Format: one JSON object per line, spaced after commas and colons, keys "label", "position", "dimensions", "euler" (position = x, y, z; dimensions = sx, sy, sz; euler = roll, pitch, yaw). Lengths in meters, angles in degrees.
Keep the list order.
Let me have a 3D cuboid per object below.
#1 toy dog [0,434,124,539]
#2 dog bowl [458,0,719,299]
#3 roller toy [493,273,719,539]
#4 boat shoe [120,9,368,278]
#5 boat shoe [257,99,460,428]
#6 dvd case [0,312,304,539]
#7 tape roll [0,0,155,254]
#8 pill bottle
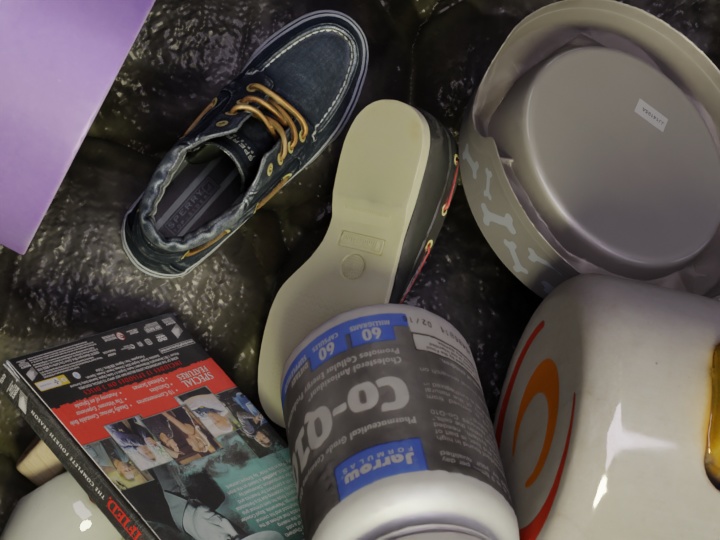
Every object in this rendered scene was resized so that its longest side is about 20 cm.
{"label": "toy dog", "position": [-0.181, 0.170, 1.377], "dimensions": [0.132, 0.096, 0.200], "euler": [21, 78, -8]}
{"label": "dog bowl", "position": [0.146, -0.060, 1.468], "dimensions": [0.200, 0.059, 0.200], "euler": [14, 60, -26]}
{"label": "roller toy", "position": [0.159, 0.099, 1.357], "dimensions": [0.139, 0.183, 0.200], "euler": [12, 113, -13]}
{"label": "boat shoe", "position": [-0.058, -0.078, 1.442], "dimensions": [0.071, 0.091, 0.200], "euler": [40, 76, -4]}
{"label": "boat shoe", "position": [0.002, 0.001, 1.453], "dimensions": [0.074, 0.063, 0.202], "euler": [22, 91, 30]}
{"label": "dvd case", "position": [-0.092, 0.112, 1.368], "dimensions": [0.200, 0.022, 0.146], "euler": [46, 32, 18]}
{"label": "tape roll", "position": [-0.176, -0.115, 1.367], "dimensions": [0.085, 0.200, 0.200], "euler": [28, 77, -7]}
{"label": "pill bottle", "position": [0.023, 0.121, 1.336], "dimensions": [0.114, 0.114, 0.200], "euler": [1, 39, -12]}
